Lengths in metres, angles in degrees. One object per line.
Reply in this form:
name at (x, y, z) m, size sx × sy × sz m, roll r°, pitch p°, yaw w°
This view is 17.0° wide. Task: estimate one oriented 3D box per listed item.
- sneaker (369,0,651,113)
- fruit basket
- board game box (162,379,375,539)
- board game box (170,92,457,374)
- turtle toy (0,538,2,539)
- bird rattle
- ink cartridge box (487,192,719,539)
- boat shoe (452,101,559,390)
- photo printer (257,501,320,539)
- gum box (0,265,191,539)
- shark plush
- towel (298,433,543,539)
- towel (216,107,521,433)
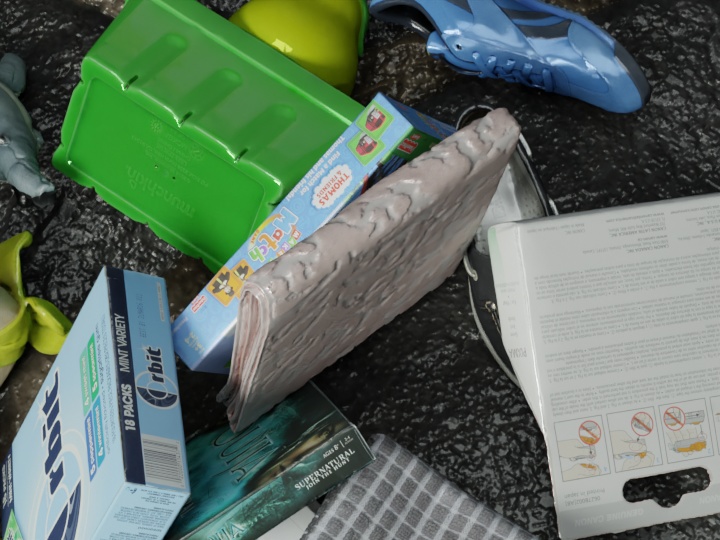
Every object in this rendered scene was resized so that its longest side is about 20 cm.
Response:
sneaker at (0.096, -0.146, 1.595) m, size 0.200 × 0.066 × 0.078 m, roll 33°, pitch 68°, yaw 19°
fruit basket at (-0.074, -0.107, 1.590) m, size 0.215 × 0.156 × 0.216 m, roll 15°, pitch 36°, yaw -11°
board game box at (-0.070, 0.122, 1.477) m, size 0.135 × 0.200 × 0.028 m, roll -34°, pitch 102°, yaw -5°
board game box at (-0.021, -0.016, 1.503) m, size 0.200 × 0.151 × 0.037 m, roll -47°, pitch 73°, yaw 10°
turtle toy at (-0.288, 0.199, 1.508) m, size 0.145 × 0.101 × 0.201 m, roll -20°, pitch 101°, yaw -7°
bird rattle at (-0.259, 0.050, 1.524) m, size 0.113 × 0.200 × 0.163 m, roll 38°, pitch 105°, yaw 16°
ink cartridge box at (0.174, 0.059, 1.524) m, size 0.160 × 0.050 × 0.201 m, roll -8°, pitch 91°, yaw -20°
boat shoe at (0.101, -0.015, 1.564) m, size 0.074 × 0.060 × 0.201 m, roll -13°, pitch 73°, yaw 3°
photo printer at (-0.041, 0.245, 1.498) m, size 0.200 × 0.069 × 0.166 m, roll 43°, pitch 80°, yaw 15°
gum box at (-0.165, 0.127, 1.457) m, size 0.044 × 0.200 × 0.170 m, roll 13°, pitch 41°, yaw -24°
shark plush at (-0.259, -0.094, 1.585) m, size 0.091 × 0.083 × 0.200 m, roll -29°, pitch 47°, yaw 2°
towel at (0.024, 0.211, 1.423) m, size 0.165 × 0.086 × 0.200 m, roll 29°, pitch 63°, yaw 8°
towel at (0.000, 0.000, 1.457) m, size 0.200 × 0.191 × 0.032 m, roll -36°, pitch 75°, yaw -24°
